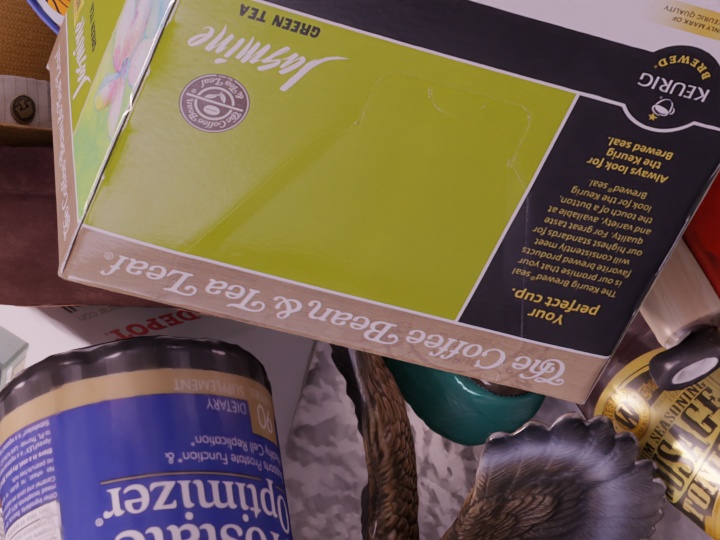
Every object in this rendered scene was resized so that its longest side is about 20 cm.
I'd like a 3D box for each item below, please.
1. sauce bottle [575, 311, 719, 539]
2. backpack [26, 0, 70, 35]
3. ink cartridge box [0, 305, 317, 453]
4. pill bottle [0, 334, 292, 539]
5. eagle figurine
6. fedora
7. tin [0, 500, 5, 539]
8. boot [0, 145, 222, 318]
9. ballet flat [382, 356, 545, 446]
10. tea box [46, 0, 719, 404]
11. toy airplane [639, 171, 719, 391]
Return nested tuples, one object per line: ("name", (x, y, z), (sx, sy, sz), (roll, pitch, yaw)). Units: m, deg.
("sauce bottle", (0.127, 0.056, 1.124), (0.200, 0.066, 0.066), (38, 123, 24))
("backpack", (-0.047, -0.149, 1.089), (0.190, 0.154, 0.200), (2, 130, 15))
("ink cartridge box", (-0.137, 0.018, 1.273), (0.200, 0.146, 0.084), (31, 117, 28))
("pill bottle", (-0.077, 0.135, 1.081), (0.112, 0.112, 0.200), (-29, 62, 40))
("eagle figurine", (0.024, 0.112, 1.144), (0.151, 0.152, 0.200), (-125, 56, -68))
("fedora", (-0.172, -0.091, 1.207), (0.200, 0.200, 0.082), (4, 91, 38))
("tin", (-0.170, 0.146, 1.184), (0.200, 0.042, 0.112), (17, 70, 27))
("boot", (-0.110, -0.021, 1.098), (0.200, 0.166, 0.073), (-11, 76, 43))
("ballet flat", (0.000, 0.000, 1.211), (0.200, 0.067, 0.070), (48, 136, 19))
("tea box", (0.017, -0.084, 0.958), (0.134, 0.200, 0.197), (-101, 32, -52))
("toy airplane", (0.180, -0.044, 1.001), (0.199, 0.141, 0.200), (22, 120, 56))
